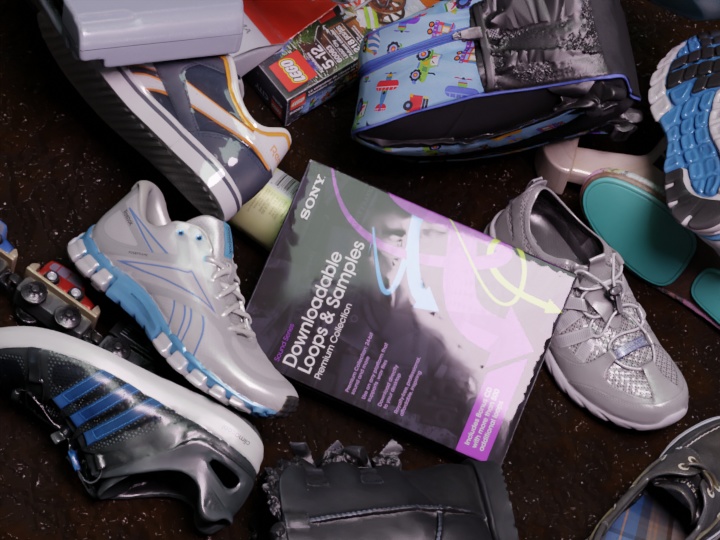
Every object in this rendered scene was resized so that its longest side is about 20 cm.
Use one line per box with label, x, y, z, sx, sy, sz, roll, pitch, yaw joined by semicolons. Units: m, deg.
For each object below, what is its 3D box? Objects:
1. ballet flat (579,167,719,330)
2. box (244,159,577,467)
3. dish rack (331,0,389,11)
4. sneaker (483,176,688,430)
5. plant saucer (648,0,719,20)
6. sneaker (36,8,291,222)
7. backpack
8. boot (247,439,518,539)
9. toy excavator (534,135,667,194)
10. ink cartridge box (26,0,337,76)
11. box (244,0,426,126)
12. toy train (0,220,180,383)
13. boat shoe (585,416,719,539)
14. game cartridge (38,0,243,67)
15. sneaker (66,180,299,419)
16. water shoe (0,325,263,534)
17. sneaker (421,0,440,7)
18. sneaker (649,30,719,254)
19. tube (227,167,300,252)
ballet flat;0.248;-0.010;1.415;0.200;0.069;0.071;38;37;6
box;0.028;0.030;1.301;0.199;0.036;0.144;23;81;2
dish rack;0.004;-0.252;1.402;0.153;0.055;0.200;37;56;25
sneaker;0.157;0.024;1.348;0.074;0.082;0.200;-28;68;-30
plant saucer;0.186;-0.234;1.393;0.200;0.200;0.028;35;92;8
sneaker;-0.130;-0.121;1.312;0.079;0.079;0.200;-41;74;-18
backpack;0.087;-0.147;1.364;0.199;0.183;0.136;-12;85;13
boot;0.022;0.193;1.202;0.161;0.074;0.199;1;49;-18
toy excavator;0.257;-0.093;1.457;0.194;0.100;0.200;38;64;13
ink cartridge box;-0.127;-0.209;1.407;0.200;0.050;0.162;-37;71;-7
box;-0.059;-0.220;1.465;0.136;0.038;0.200;-32;70;-20
toy train;-0.201;0.018;1.280;0.199;0.034;0.046;34;51;7
boat shoe;0.209;0.157;1.289;0.069;0.057;0.200;42;56;14
game cartridge;-0.160;-0.207;1.321;0.133;0.041;0.200;-7;40;-27
sneaker;-0.103;0.014;1.252;0.200;0.075;0.087;42;97;24
water shoe;-0.160;0.099;1.215;0.199;0.072;0.079;21;64;4
sneaker;0.068;-0.226;1.486;0.070;0.090;0.201;-13;61;-23
sneaker;0.254;-0.084;1.378;0.075;0.087;0.201;-16;46;27
tube;0.000;0.000;1.345;0.199;0.058;0.052;33;11;3
